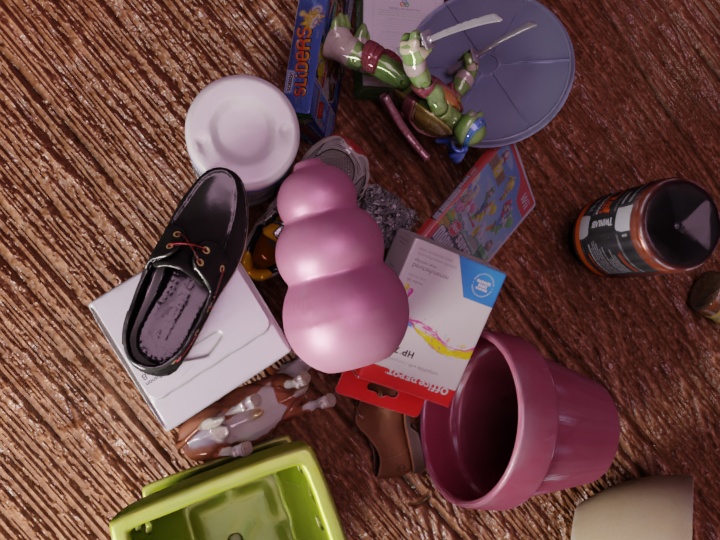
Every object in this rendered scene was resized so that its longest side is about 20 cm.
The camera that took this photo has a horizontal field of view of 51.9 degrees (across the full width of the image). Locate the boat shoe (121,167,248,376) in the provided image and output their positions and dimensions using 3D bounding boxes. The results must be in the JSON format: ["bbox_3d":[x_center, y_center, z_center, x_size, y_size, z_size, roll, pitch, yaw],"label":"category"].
[{"bbox_3d":[-0.153,-0.002,0.667,0.073,0.063,0.203,22,81,-4],"label":"boat shoe"}]

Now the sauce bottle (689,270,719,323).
[{"bbox_3d":[0.543,0.065,0.995,0.199,0.066,0.067,25,83,-10],"label":"sauce bottle"}]

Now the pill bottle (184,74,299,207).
[{"bbox_3d":[-0.129,-0.130,0.806,0.113,0.200,0.115,0,88,-10],"label":"pill bottle"}]

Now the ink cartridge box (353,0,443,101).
[{"bbox_3d":[0.048,-0.315,0.919,0.103,0.059,0.202,1,87,-11],"label":"ink cartridge box"}]

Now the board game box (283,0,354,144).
[{"bbox_3d":[-0.045,-0.260,0.860,0.034,0.135,0.202,8,85,9],"label":"board game box"}]

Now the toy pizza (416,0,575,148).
[{"bbox_3d":[0.149,-0.235,0.868,0.198,0.032,0.202,-2,77,10],"label":"toy pizza"}]

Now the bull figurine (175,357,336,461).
[{"bbox_3d":[-0.105,0.148,0.808,0.199,0.121,0.066,-29,95,-41],"label":"bull figurine"}]

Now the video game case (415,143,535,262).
[{"bbox_3d":[0.133,-0.050,0.896,0.017,0.143,0.200,33,78,38],"label":"video game case"}]

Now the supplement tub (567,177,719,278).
[{"bbox_3d":[0.325,-0.045,0.888,0.106,0.200,0.108,1,87,-12],"label":"supplement tub"}]

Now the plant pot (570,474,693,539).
[{"bbox_3d":[0.327,0.343,0.894,0.133,0.200,0.202,2,86,25],"label":"plant pot"}]

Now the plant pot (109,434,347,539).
[{"bbox_3d":[-0.120,0.286,0.749,0.198,0.181,0.201,-18,91,-12],"label":"plant pot"}]

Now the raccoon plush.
[{"bbox_3d":[0.000,0.000,0.835,0.096,0.134,0.202,18,59,-32],"label":"raccoon plush"}]

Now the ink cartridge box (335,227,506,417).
[{"bbox_3d":[0.062,0.069,0.809,0.115,0.067,0.202,19,98,-17],"label":"ink cartridge box"}]

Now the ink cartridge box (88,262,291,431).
[{"bbox_3d":[-0.175,0.059,0.788,0.145,0.200,0.145,-32,94,-11],"label":"ink cartridge box"}]

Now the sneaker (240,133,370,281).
[{"bbox_3d":[-0.060,-0.058,0.791,0.078,0.082,0.200,36,121,-6],"label":"sneaker"}]

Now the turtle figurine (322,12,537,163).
[{"bbox_3d":[0.071,-0.235,0.793,0.193,0.201,0.144,30,48,17],"label":"turtle figurine"}]

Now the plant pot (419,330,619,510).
[{"bbox_3d":[0.193,0.180,0.868,0.178,0.200,0.202,12,85,-26],"label":"plant pot"}]

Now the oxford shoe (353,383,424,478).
[{"bbox_3d":[0.021,0.155,0.888,0.071,0.071,0.202,-14,91,-7],"label":"oxford shoe"}]

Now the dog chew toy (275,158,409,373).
[{"bbox_3d":[-0.027,-0.007,0.711,0.123,0.124,0.202,-15,91,-11],"label":"dog chew toy"}]
